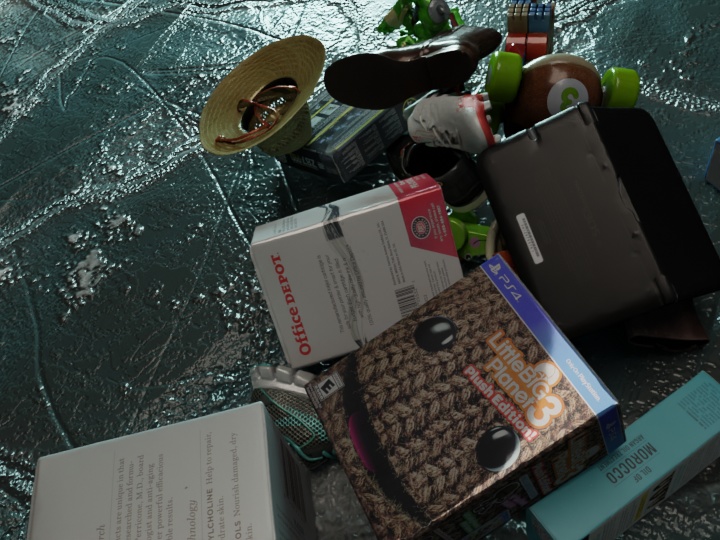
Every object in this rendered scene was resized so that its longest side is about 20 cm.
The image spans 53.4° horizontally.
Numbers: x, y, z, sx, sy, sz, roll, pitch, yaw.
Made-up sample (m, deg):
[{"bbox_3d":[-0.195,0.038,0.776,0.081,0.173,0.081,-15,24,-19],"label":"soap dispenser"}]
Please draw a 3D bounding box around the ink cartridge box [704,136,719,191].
[{"bbox_3d":[0.508,-0.136,0.797,0.199,0.068,0.116,-29,53,-9],"label":"ink cartridge box"}]

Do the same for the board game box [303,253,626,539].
[{"bbox_3d":[0.083,0.117,0.585,0.200,0.097,0.160,-35,54,2],"label":"board game box"}]

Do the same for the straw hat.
[{"bbox_3d":[-0.104,-0.192,0.895,0.200,0.085,0.202,-20,46,22],"label":"straw hat"}]

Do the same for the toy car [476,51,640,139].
[{"bbox_3d":[0.214,-0.126,0.819,0.163,0.158,0.201,7,70,-2],"label":"toy car"}]

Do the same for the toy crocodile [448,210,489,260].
[{"bbox_3d":[0.075,-0.042,0.835,0.199,0.062,0.068,11,21,14],"label":"toy crocodile"}]

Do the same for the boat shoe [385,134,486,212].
[{"bbox_3d":[0.082,-0.134,0.868,0.074,0.063,0.201,-44,33,0],"label":"boat shoe"}]

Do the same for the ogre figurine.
[{"bbox_3d":[0.082,-0.345,0.981,0.098,0.200,0.120,-26,66,-23],"label":"ogre figurine"}]

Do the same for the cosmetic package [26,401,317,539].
[{"bbox_3d":[-0.146,0.240,0.603,0.199,0.168,0.167,-15,52,3],"label":"cosmetic package"}]

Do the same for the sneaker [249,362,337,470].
[{"bbox_3d":[-0.025,0.156,0.711,0.199,0.078,0.092,10,77,18],"label":"sneaker"}]

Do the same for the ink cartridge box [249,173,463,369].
[{"bbox_3d":[0.000,0.000,0.754,0.199,0.146,0.084,-17,18,0],"label":"ink cartridge box"}]

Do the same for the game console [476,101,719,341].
[{"bbox_3d":[0.233,-0.048,0.693,0.175,0.116,0.201,-24,75,18],"label":"game console"}]

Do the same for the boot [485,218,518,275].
[{"bbox_3d":[0.158,0.035,0.716,0.075,0.107,0.201,-17,46,31],"label":"boot"}]

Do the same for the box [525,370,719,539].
[{"bbox_3d":[0.235,0.176,0.617,0.199,0.082,0.049,-32,52,-12],"label":"box"}]

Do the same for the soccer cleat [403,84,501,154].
[{"bbox_3d":[0.097,-0.162,0.789,0.085,0.069,0.200,-21,25,4],"label":"soccer cleat"}]

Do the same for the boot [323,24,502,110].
[{"bbox_3d":[0.070,-0.259,0.877,0.185,0.065,0.200,1,29,19],"label":"boot"}]

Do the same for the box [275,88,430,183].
[{"bbox_3d":[-0.008,-0.207,0.959,0.200,0.049,0.161,-43,38,-20],"label":"box"}]

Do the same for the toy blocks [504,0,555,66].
[{"bbox_3d":[0.223,-0.301,0.944,0.099,0.137,0.201,6,56,17],"label":"toy blocks"}]

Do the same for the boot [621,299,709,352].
[{"bbox_3d":[0.254,-0.009,0.718,0.199,0.072,0.167,11,54,-19],"label":"boot"}]
